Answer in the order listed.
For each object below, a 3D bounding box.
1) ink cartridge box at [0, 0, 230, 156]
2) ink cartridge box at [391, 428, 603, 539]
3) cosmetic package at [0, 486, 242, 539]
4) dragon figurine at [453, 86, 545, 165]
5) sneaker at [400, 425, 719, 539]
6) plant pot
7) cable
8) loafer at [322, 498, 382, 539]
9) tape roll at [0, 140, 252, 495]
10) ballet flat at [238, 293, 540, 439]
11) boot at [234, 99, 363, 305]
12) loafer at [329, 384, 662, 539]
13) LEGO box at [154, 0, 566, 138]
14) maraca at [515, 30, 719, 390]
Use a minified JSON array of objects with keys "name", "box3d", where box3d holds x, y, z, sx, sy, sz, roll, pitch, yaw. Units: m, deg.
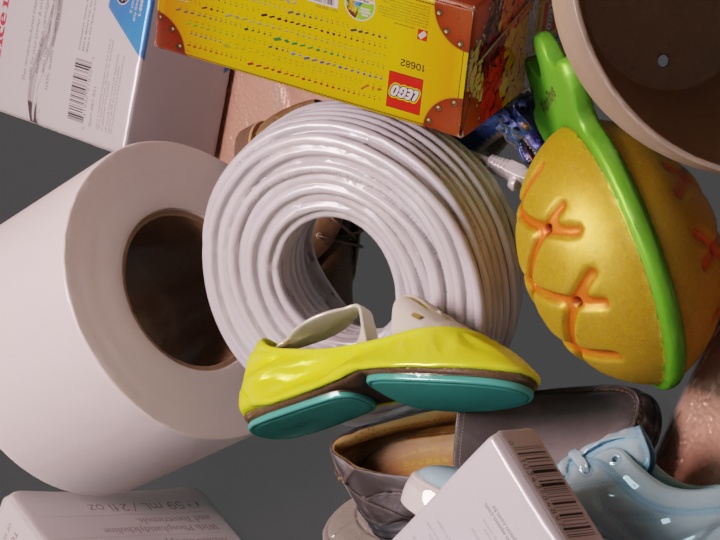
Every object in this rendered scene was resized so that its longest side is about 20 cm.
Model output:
[{"name":"ink cartridge box","box3d":[-0.180,-0.169,1.590,0.199,0.083,0.146,21,103,47]},{"name":"ink cartridge box","box3d":[0.070,0.219,1.136,0.200,0.040,0.200,-48,60,32]},{"name":"cosmetic package","box3d":[-0.148,0.268,1.465,0.200,0.166,0.167,44,119,39]},{"name":"dragon figurine","box3d":[0.048,-0.106,1.345,0.200,0.059,0.100,44,118,35]},{"name":"sneaker","box3d":[0.123,0.119,1.201,0.198,0.074,0.083,12,89,9]},{"name":"plant pot","box3d":[0.178,-0.144,1.127,0.134,0.198,0.202,177,95,-75]},{"name":"cable","box3d":[0.000,0.000,1.311,0.199,0.069,0.201,27,122,16]},{"name":"loafer","box3d":[0.056,0.180,1.318,0.199,0.072,0.063,5,135,50]},{"name":"tape roll","box3d":[-0.148,0.033,1.455,0.139,0.202,0.204,-27,68,43]},{"name":"ballet flat","box3d":[0.012,0.049,1.249,0.199,0.067,0.068,-12,64,36]},{"name":"boot","box3d":[-0.027,-0.016,1.424,0.075,0.073,0.202,-26,66,34]},{"name":"loafer","box3d":[0.074,0.103,1.263,0.199,0.072,0.073,-21,43,26]},{"name":"LEGO box","box3d":[0.004,-0.159,1.272,0.199,0.149,0.078,18,119,22]},{"name":"maraca","box3d":[0.131,-0.031,1.199,0.137,0.106,0.201,117,133,-77]}]
